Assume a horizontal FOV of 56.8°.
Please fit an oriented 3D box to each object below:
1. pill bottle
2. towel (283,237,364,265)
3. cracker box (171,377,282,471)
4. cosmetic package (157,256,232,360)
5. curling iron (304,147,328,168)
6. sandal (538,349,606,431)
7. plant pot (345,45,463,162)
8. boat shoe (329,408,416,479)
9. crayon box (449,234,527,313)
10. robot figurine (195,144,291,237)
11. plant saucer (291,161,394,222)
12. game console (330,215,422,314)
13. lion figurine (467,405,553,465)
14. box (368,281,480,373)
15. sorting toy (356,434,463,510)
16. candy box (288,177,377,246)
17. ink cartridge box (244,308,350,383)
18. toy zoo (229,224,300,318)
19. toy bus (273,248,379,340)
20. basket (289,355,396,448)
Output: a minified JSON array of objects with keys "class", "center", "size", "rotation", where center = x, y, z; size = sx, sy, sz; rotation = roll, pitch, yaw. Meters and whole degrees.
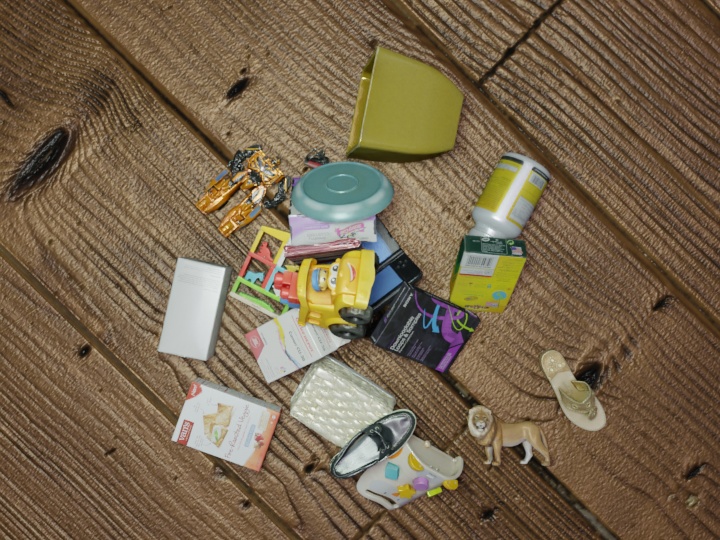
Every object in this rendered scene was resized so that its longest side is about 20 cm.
[{"class":"pill bottle","center":[0.304,-0.137,1.394],"size":[0.112,0.112,0.200],"rotation":[29,91,-1]},{"class":"towel","center":[-0.064,-0.035,1.299],"size":[0.144,0.200,0.023],"rotation":[-7,84,3]},{"class":"cracker box","center":[-0.284,0.327,1.422],"size":[0.200,0.058,0.134],"rotation":[20,90,0]},{"class":"cosmetic package","center":[-0.347,0.080,1.404],"size":[0.107,0.085,0.200],"rotation":[14,91,0]},{"class":"curling iron","center":[-0.041,-0.210,1.380],"size":[0.200,0.026,0.050],"rotation":[29,73,34]},{"class":"sandal","center":[0.459,0.265,1.423],"size":[0.078,0.070,0.212],"rotation":[-35,91,0]},{"class":"plant pot","center":[0.094,-0.315,1.358],"size":[0.200,0.195,0.195],"rotation":[11,91,-10]},{"class":"boat shoe","center":[0.023,0.340,1.294],"size":[0.199,0.066,0.075],"rotation":[-30,78,1]},{"class":"crayon box","center":[0.257,0.012,1.385],"size":[0.127,0.200,0.051],"rotation":[6,52,-2]},{"class":"robot figurine","center":[-0.244,-0.172,1.413],"size":[0.200,0.058,0.145],"rotation":[-44,92,1]},{"class":"plant saucer","center":[-0.035,-0.159,1.281],"size":[0.200,0.200,0.027],"rotation":[-4,130,-1]},{"class":"game console","center":[0.000,0.000,1.395],"size":[0.200,0.176,0.116],"rotation":[-37,119,1]},{"class":"lion figurine","center":[0.324,0.355,1.431],"size":[0.200,0.072,0.123],"rotation":[5,78,-15]},{"class":"box","center":[0.135,0.122,1.380],"size":[0.200,0.036,0.143],"rotation":[24,104,-27]},{"class":"sorting toy","center":[0.091,0.436,1.394],"size":[0.200,0.107,0.180],"rotation":[34,117,-24]},{"class":"candy box","center":[-0.056,-0.125,1.343],"size":[0.167,0.200,0.072],"rotation":[-4,119,-1]},{"class":"ink cartridge box","center":[-0.129,0.139,1.369],"size":[0.200,0.067,0.117],"rotation":[-29,86,30]},{"class":"toy zoo","center":[-0.180,-0.007,1.419],"size":[0.131,0.020,0.200],"rotation":[27,100,0]},{"class":"toy bus","center":[-0.069,0.034,1.246],"size":[0.192,0.200,0.136],"rotation":[12,66,-5]},{"class":"basket","center":[-0.037,0.283,1.391],"size":[0.200,0.123,0.136],"rotation":[32,91,-2]}]
